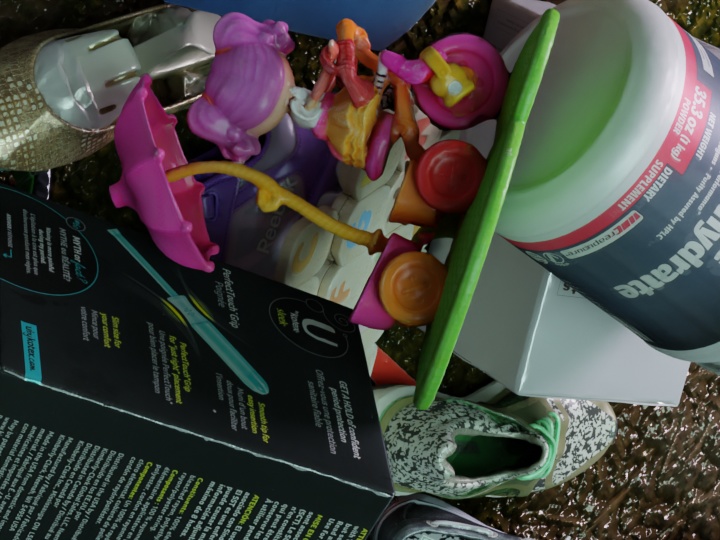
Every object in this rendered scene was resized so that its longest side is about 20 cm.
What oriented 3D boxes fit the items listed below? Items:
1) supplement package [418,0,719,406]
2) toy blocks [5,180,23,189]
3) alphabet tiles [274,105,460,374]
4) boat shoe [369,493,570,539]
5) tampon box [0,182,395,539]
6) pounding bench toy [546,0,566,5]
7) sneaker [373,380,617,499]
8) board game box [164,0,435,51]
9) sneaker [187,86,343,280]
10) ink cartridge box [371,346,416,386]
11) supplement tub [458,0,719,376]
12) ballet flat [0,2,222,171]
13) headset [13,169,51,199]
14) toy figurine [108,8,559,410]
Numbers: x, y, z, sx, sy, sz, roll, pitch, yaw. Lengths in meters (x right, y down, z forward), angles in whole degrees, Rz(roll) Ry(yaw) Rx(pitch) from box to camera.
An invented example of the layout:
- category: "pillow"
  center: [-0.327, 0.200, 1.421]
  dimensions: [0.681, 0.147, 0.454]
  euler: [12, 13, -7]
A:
- category: "supplement package"
  center: [0.128, -0.039, 1.687]
  dimensions: [0.120, 0.121, 0.200]
  euler: [6, 106, -33]
- category: "toy blocks"
  center: [-0.151, 0.043, 1.545]
  dimensions: [0.200, 0.100, 0.137]
  euler: [35, 89, -12]
- category: "alphabet tiles"
  center: [0.000, 0.000, 1.615]
  dimensions: [0.196, 0.015, 0.200]
  euler: [-33, 145, -55]
- category: "boat shoe"
  center: [0.103, 0.187, 1.756]
  dimensions: [0.199, 0.068, 0.074]
  euler: [29, 92, -15]
- category: "tampon box"
  center: [-0.107, 0.077, 1.420]
  dimensions: [0.200, 0.150, 0.126]
  euler: [20, 120, -21]
- category: "pounding bench toy"
  center: [0.087, -0.200, 1.544]
  dimensions: [0.156, 0.200, 0.124]
  euler: [8, 105, -34]
- category: "sneaker"
  center: [0.086, 0.105, 1.729]
  dimensions: [0.200, 0.089, 0.077]
  euler: [-4, 103, -41]
- category: "board game box"
  center: [-0.018, -0.196, 1.497]
  dimensions: [0.039, 0.200, 0.158]
  euler: [6, 97, -60]
- category: "sneaker"
  center: [-0.068, -0.018, 1.603]
  dimensions: [0.088, 0.080, 0.200]
  euler: [26, 89, -31]
- category: "ink cartridge box"
  center: [-0.048, 0.122, 1.686]
  dimensions: [0.200, 0.050, 0.162]
  euler: [-49, 128, -3]
- category: "supplement tub"
  center: [0.160, -0.039, 1.546]
  dimensions: [0.200, 0.140, 0.140]
  euler: [34, 89, -34]
- category: "ballet flat"
  center: [-0.121, -0.102, 1.497]
  dimensions: [0.200, 0.065, 0.071]
  euler: [-29, 87, -49]
- category: "headset"
  center: [-0.251, -0.048, 1.460]
  dimensions: [0.200, 0.094, 0.124]
  euler: [-1, 75, -33]
- category: "toy figurine"
  center: [-0.023, -0.058, 1.416]
  dimensions: [0.184, 0.150, 0.200]
  euler: [19, 88, -1]
